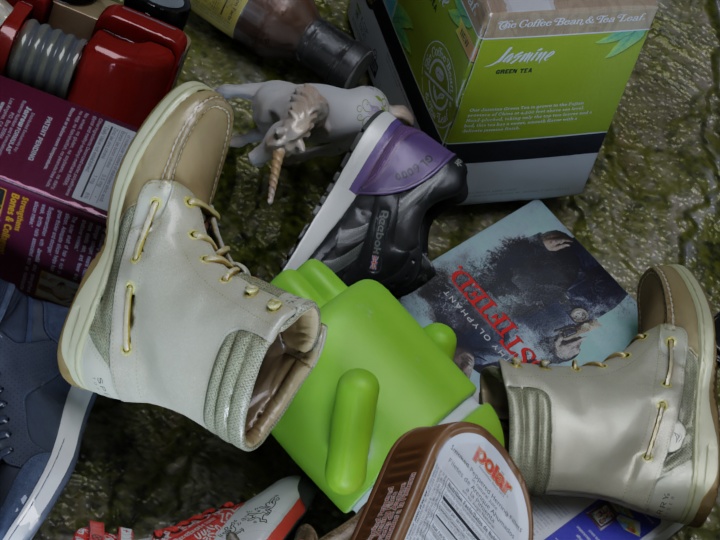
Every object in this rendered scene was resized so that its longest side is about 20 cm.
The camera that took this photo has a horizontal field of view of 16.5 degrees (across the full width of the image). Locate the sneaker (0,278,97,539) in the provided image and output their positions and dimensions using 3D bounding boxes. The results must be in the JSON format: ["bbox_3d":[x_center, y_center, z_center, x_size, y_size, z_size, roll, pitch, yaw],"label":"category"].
[{"bbox_3d":[-0.242,0.084,1.542,0.146,0.077,0.203,27,41,-12],"label":"sneaker"}]

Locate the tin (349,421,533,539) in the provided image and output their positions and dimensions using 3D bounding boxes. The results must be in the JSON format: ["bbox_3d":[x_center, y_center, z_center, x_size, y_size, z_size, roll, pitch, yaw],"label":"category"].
[{"bbox_3d":[0.044,0.176,1.431,0.112,0.042,0.201,54,43,-30],"label":"tin"}]

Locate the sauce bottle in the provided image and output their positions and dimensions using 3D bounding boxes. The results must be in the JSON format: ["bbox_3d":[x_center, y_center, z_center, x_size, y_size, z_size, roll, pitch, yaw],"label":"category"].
[{"bbox_3d":[-0.081,-0.199,1.818,0.200,0.065,0.065,35,52,7],"label":"sauce bottle"}]

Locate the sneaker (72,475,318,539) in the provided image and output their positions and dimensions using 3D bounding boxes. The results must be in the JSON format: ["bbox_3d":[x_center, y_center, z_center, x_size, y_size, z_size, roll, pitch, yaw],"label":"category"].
[{"bbox_3d":[-0.116,0.174,1.532,0.108,0.067,0.202,35,55,6],"label":"sneaker"}]

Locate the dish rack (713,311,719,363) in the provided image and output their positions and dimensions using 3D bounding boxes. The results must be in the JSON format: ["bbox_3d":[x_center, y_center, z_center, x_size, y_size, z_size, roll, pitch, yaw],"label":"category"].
[{"bbox_3d":[0.341,0.000,1.815,0.153,0.055,0.201,20,50,-4],"label":"dish rack"}]

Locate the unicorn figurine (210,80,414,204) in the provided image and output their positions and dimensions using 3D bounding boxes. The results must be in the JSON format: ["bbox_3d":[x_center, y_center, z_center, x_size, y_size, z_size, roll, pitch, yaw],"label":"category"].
[{"bbox_3d":[-0.042,-0.101,1.700,0.199,0.137,0.074,-20,101,-42],"label":"unicorn figurine"}]

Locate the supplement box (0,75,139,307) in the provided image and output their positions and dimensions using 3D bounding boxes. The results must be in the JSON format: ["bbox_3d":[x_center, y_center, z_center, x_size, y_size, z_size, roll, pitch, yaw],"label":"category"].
[{"bbox_3d":[-0.220,-0.053,1.636,0.199,0.111,0.086,21,51,-3],"label":"supplement box"}]

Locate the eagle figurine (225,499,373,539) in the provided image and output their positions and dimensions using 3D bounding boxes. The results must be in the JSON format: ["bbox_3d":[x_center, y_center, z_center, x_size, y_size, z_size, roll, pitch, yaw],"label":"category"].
[{"bbox_3d":[-0.029,0.254,1.458,0.151,0.201,0.151,-15,37,-1],"label":"eagle figurine"}]

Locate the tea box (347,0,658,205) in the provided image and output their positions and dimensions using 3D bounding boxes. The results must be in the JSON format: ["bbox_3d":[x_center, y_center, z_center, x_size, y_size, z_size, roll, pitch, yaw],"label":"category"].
[{"bbox_3d":[0.095,-0.185,1.766,0.133,0.197,0.201,-5,50,-21],"label":"tea box"}]

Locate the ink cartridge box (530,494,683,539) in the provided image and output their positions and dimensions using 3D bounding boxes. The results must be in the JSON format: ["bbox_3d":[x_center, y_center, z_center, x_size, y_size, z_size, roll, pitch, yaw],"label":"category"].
[{"bbox_3d":[0.127,0.170,1.631,0.200,0.039,0.100,-30,68,-34],"label":"ink cartridge box"}]

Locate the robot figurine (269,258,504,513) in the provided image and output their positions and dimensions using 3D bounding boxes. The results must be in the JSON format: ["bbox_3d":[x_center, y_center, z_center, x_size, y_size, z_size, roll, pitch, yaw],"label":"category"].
[{"bbox_3d":[0.008,0.088,1.561,0.200,0.116,0.175,48,19,7],"label":"robot figurine"}]

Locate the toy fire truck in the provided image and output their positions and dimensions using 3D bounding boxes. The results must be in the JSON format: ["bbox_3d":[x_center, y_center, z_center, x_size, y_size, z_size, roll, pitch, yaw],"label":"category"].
[{"bbox_3d":[-0.211,-0.154,1.655,0.175,0.129,0.200,23,27,-2],"label":"toy fire truck"}]

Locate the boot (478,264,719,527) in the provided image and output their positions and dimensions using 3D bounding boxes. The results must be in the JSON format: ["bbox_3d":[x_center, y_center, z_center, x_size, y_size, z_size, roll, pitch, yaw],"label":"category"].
[{"bbox_3d":[0.156,0.071,1.648,0.154,0.072,0.201,8,52,-9],"label":"boot"}]

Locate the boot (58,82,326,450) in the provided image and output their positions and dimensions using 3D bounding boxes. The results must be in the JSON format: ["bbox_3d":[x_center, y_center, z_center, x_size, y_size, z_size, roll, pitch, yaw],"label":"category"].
[{"bbox_3d":[-0.084,-0.004,1.496,0.154,0.072,0.201,19,85,34],"label":"boot"}]

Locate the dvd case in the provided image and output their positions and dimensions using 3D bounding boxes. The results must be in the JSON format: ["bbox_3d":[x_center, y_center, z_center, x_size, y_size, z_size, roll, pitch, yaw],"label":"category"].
[{"bbox_3d":[0.100,0.044,1.725,0.199,0.022,0.146,-30,68,-32],"label":"dvd case"}]

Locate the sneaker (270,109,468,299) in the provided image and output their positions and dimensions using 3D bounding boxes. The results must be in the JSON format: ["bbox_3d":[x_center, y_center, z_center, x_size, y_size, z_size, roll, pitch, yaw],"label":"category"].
[{"bbox_3d":[0.000,0.000,1.638,0.087,0.076,0.201,30,91,9],"label":"sneaker"}]
